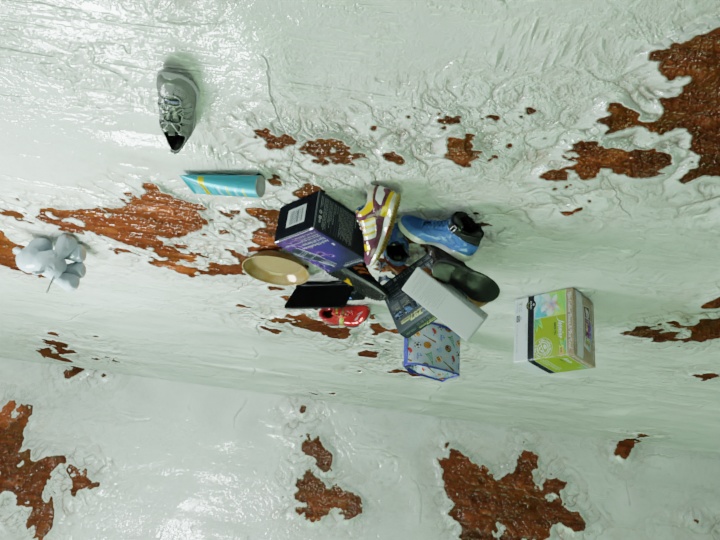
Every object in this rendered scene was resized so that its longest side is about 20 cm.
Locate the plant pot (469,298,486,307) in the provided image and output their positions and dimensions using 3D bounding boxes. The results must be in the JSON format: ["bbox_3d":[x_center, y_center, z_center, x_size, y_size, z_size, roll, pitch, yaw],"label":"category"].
[{"bbox_3d":[0.299,0.075,1.952,0.198,0.028,0.200,6,155,3],"label":"plant pot"}]

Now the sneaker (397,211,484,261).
[{"bbox_3d":[0.193,-0.106,1.539,0.198,0.077,0.112,26,135,2],"label":"sneaker"}]

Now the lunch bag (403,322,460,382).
[{"bbox_3d":[0.230,0.270,2.225,0.198,0.172,0.124,18,149,-26],"label":"lunch bag"}]

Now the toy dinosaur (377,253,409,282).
[{"bbox_3d":[0.137,0.030,1.810,0.179,0.106,0.200,6,154,-4],"label":"toy dinosaur"}]

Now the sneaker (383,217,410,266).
[{"bbox_3d":[0.084,-0.051,1.648,0.078,0.090,0.200,-9,156,7],"label":"sneaker"}]

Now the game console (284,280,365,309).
[{"bbox_3d":[-0.105,0.096,2.006,0.198,0.118,0.176,-1,154,20],"label":"game console"}]

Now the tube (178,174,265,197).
[{"bbox_3d":[-0.318,-0.198,1.520,0.198,0.051,0.078,4,149,20],"label":"tube"}]

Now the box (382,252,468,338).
[{"bbox_3d":[0.161,0.058,1.707,0.199,0.159,0.051,-37,141,17],"label":"box"}]

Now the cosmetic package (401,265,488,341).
[{"bbox_3d":[0.205,0.077,1.579,0.200,0.072,0.101,39,-168,12],"label":"cosmetic package"}]

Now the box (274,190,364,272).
[{"bbox_3d":[-0.087,-0.090,1.610,0.147,0.105,0.199,-17,146,41],"label":"box"}]

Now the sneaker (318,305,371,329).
[{"bbox_3d":[-0.056,0.147,2.157,0.198,0.078,0.085,-11,145,34],"label":"sneaker"}]

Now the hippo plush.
[{"bbox_3d":[-0.925,-0.014,1.937,0.159,0.201,0.160,7,135,19],"label":"hippo plush"}]

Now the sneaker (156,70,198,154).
[{"bbox_3d":[-0.350,-0.299,1.256,0.074,0.083,0.200,8,156,-2],"label":"sneaker"}]

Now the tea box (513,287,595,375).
[{"bbox_3d":[0.559,0.179,1.893,0.196,0.202,0.133,-17,146,41],"label":"tea box"}]

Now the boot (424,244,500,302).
[{"bbox_3d":[0.248,-0.014,1.621,0.199,0.175,0.070,27,113,-10],"label":"boot"}]

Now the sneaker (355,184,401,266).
[{"bbox_3d":[0.027,-0.106,1.518,0.089,0.075,0.201,24,121,10],"label":"sneaker"}]

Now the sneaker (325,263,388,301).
[{"bbox_3d":[0.000,0.000,1.739,0.199,0.090,0.070,29,154,9],"label":"sneaker"}]

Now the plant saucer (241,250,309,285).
[{"bbox_3d":[-0.244,-0.012,1.907,0.198,0.036,0.201,6,155,3],"label":"plant saucer"}]
